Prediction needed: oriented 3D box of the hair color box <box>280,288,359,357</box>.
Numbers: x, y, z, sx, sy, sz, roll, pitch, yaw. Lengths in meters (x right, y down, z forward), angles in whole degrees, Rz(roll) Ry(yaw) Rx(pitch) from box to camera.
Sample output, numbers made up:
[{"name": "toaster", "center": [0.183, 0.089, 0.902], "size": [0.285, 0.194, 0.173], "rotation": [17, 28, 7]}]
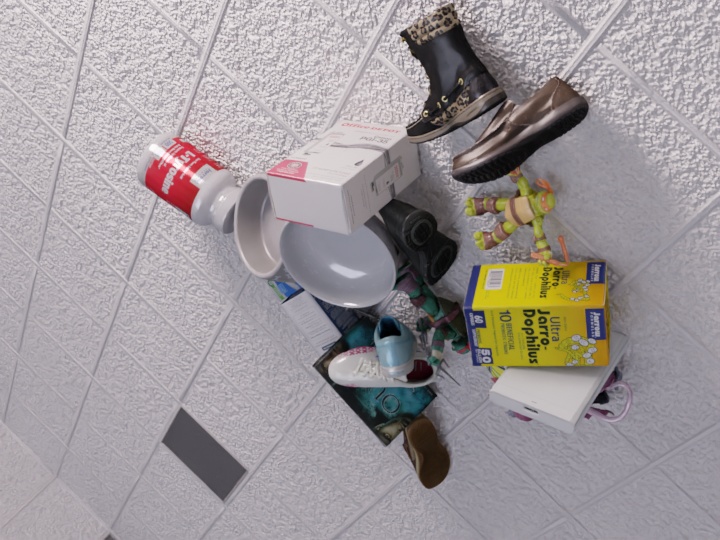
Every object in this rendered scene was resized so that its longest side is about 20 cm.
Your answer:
[{"name": "hair color box", "center": [-0.049, 0.113, 1.798], "size": [0.201, 0.060, 0.100], "rotation": [53, 140, -8]}]

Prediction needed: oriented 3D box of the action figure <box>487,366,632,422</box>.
[{"name": "action figure", "center": [0.290, 0.194, 1.468], "size": [0.196, 0.149, 0.136], "rotation": [1, 111, -10]}]

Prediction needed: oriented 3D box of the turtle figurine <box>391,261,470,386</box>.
[{"name": "turtle figurine", "center": [0.123, 0.085, 1.597], "size": [0.201, 0.100, 0.150], "rotation": [55, -179, -9]}]

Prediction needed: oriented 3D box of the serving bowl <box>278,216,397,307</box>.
[{"name": "serving bowl", "center": [-0.029, -0.036, 1.537], "size": [0.197, 0.066, 0.202], "rotation": [13, 136, 13]}]

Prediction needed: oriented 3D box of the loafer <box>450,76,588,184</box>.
[{"name": "loafer", "center": [0.202, -0.184, 1.277], "size": [0.198, 0.073, 0.072], "rotation": [-31, 69, 14]}]

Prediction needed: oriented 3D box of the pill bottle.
[{"name": "pill bottle", "center": [-0.299, -0.155, 1.754], "size": [0.199, 0.112, 0.113], "rotation": [34, 140, 14]}]

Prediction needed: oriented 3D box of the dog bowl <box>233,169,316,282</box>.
[{"name": "dog bowl", "center": [-0.150, -0.076, 1.653], "size": [0.199, 0.058, 0.204], "rotation": [6, 98, 52]}]

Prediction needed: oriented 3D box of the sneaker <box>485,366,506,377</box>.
[{"name": "sneaker", "center": [0.219, 0.122, 1.555], "size": [0.076, 0.075, 0.202], "rotation": [-4, 118, 43]}]

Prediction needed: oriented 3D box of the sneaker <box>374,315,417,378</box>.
[{"name": "sneaker", "center": [0.058, 0.107, 1.631], "size": [0.073, 0.200, 0.083], "rotation": [-10, 106, -1]}]

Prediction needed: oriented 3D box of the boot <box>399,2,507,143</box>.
[{"name": "boot", "center": [0.103, -0.266, 1.333], "size": [0.152, 0.073, 0.199], "rotation": [62, 153, -7]}]

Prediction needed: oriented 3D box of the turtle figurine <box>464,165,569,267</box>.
[{"name": "turtle figurine", "center": [0.221, -0.094, 1.379], "size": [0.160, 0.064, 0.202], "rotation": [-15, 104, 53]}]

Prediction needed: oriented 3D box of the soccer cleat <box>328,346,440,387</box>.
[{"name": "soccer cleat", "center": [0.043, 0.169, 1.682], "size": [0.196, 0.086, 0.071], "rotation": [-2, 93, -3]}]

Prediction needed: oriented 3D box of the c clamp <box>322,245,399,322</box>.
[{"name": "c clamp", "center": [0.000, 0.000, 1.644], "size": [0.168, 0.027, 0.201], "rotation": [16, 133, -15]}]

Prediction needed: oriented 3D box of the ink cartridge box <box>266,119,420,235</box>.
[{"name": "ink cartridge box", "center": [-0.022, -0.145, 1.447], "size": [0.145, 0.200, 0.084], "rotation": [12, 127, 33]}]

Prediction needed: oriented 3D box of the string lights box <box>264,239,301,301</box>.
[{"name": "string lights box", "center": [-0.108, -0.031, 1.730], "size": [0.103, 0.059, 0.199], "rotation": [52, 140, -5]}]

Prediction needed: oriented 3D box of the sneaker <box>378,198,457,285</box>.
[{"name": "sneaker", "center": [0.089, -0.052, 1.503], "size": [0.091, 0.076, 0.201], "rotation": [38, 169, 35]}]

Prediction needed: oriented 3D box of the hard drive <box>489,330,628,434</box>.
[{"name": "hard drive", "center": [0.291, 0.143, 1.408], "size": [0.130, 0.200, 0.027], "rotation": [19, 134, 28]}]

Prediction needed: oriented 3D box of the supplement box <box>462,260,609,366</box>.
[{"name": "supplement box", "center": [0.257, 0.063, 1.395], "size": [0.197, 0.110, 0.110], "rotation": [-2, 124, 18]}]

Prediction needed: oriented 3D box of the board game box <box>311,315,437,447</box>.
[{"name": "board game box", "center": [0.026, 0.199, 1.743], "size": [0.200, 0.135, 0.028], "rotation": [48, 174, -8]}]

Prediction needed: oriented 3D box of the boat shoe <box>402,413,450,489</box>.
[{"name": "boat shoe", "center": [0.116, 0.333, 1.845], "size": [0.072, 0.072, 0.202], "rotation": [48, 165, 49]}]
